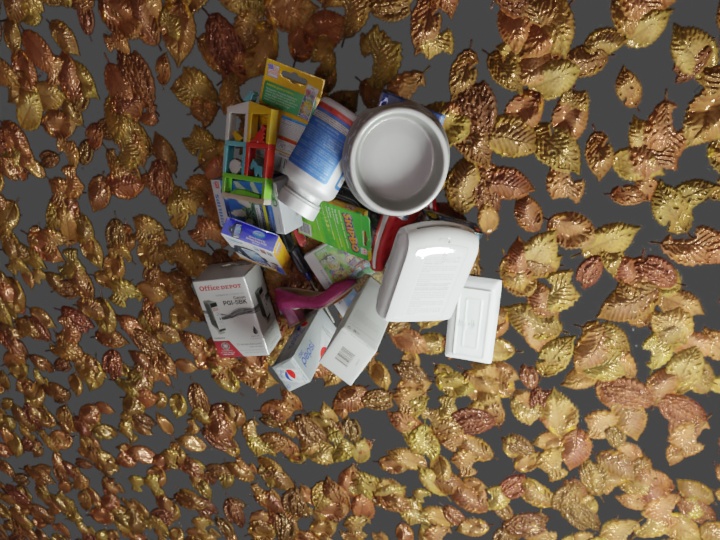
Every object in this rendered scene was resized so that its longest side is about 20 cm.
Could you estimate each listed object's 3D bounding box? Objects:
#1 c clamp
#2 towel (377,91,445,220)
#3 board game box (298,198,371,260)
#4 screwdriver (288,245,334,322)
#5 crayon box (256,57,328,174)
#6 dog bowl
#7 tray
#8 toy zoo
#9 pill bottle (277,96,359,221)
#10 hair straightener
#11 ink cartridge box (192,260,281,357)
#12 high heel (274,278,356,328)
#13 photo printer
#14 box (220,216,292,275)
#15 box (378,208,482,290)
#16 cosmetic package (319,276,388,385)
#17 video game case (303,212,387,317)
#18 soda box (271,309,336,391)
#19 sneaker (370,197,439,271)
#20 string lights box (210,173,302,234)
[{"bbox_3d":[-0.052,-0.106,1.175,0.196,0.027,0.176,19,128,35],"label":"c clamp"},{"bbox_3d":[0.062,-0.211,1.073,0.145,0.024,0.206,30,108,28],"label":"towel"},{"bbox_3d":[-0.052,-0.093,1.142,0.196,0.030,0.098,25,133,35],"label":"board game box"},{"bbox_3d":[-0.107,0.035,1.302,0.029,0.028,0.204,5,127,48],"label":"screwdriver"},{"bbox_3d":[-0.137,-0.294,1.132,0.122,0.052,0.205,21,120,6],"label":"crayon box"},{"bbox_3d":[0.064,-0.189,1.004,0.192,0.059,0.208,-1,107,-3],"label":"dog bowl"},{"bbox_3d":[0.236,0.108,1.228,0.103,0.022,0.207,8,117,14],"label":"tray"},{"bbox_3d":[-0.213,-0.237,1.113,0.128,0.020,0.208,14,102,37],"label":"toy zoo"},{"bbox_3d":[-0.073,-0.201,1.072,0.110,0.112,0.204,31,95,-1],"label":"pill bottle"},{"bbox_3d":[-0.187,-0.133,1.226,0.075,0.041,0.205,-20,104,24],"label":"hair straightener"},{"bbox_3d":[-0.283,0.091,1.344,0.142,0.083,0.206,-6,114,20],"label":"ink cartridge box"},{"bbox_3d":[-0.101,0.041,1.264,0.197,0.067,0.098,-31,83,29],"label":"high heel"},{"bbox_3d":[0.125,0.000,1.083,0.161,0.070,0.205,-1,128,-22],"label":"photo printer"},{"bbox_3d":[-0.213,-0.050,1.204,0.115,0.200,0.043,20,78,8],"label":"box"},{"bbox_3d":[0.136,-0.016,1.151,0.133,0.040,0.204,10,124,-27],"label":"box"},{"bbox_3d":[0.000,0.117,1.177,0.084,0.201,0.109,34,124,-1],"label":"cosmetic package"},{"bbox_3d":[0.000,0.000,1.248,0.196,0.022,0.185,-27,105,26],"label":"video game case"},{"bbox_3d":[-0.118,0.166,1.261,0.062,0.201,0.069,-28,107,26],"label":"soda box"},{"bbox_3d":[0.091,-0.082,1.136,0.112,0.078,0.206,18,108,5],"label":"sneaker"},{"bbox_3d":[-0.213,-0.140,1.187,0.195,0.058,0.106,8,117,37],"label":"string lights box"}]
